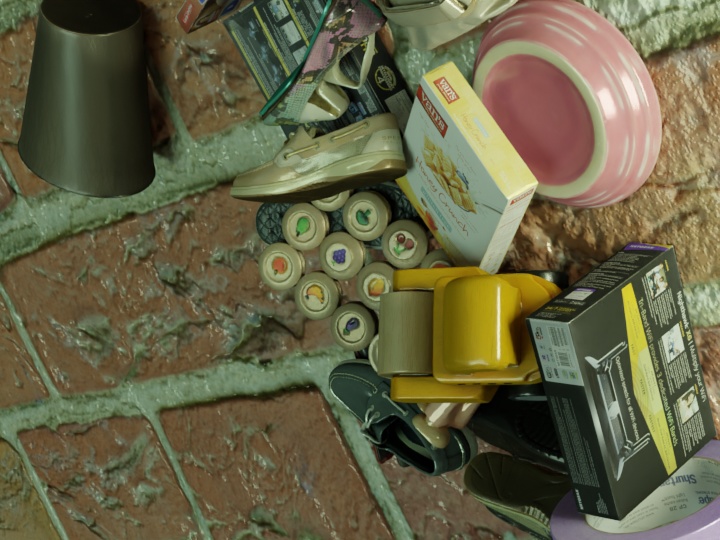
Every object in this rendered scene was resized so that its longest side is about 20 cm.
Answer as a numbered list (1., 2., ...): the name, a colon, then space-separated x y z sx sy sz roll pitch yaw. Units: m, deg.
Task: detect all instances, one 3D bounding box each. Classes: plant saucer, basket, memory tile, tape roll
1. plant saucer: 0.172 -0.142 1.577 0.200 0.051 0.201 29 136 33
2. basket: -0.309 -0.210 2.013 0.180 0.136 0.200 30 132 27
3. memory tile: 0.000 0.000 1.781 0.200 0.017 0.153 38 109 14
4. tape roll: 0.275 0.228 1.601 0.200 0.200 0.066 -2 114 49

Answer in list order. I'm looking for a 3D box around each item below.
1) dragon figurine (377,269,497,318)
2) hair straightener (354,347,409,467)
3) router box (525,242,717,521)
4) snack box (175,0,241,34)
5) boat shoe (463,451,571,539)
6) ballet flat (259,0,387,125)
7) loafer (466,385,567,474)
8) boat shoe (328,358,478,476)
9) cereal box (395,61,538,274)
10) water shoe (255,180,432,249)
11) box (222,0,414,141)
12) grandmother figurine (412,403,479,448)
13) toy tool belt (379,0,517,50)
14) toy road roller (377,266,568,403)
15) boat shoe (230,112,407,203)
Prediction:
1. dragon figurine: 0.076 0.036 1.806 0.099 0.059 0.200 42 140 20
2. hair straightener: 0.035 0.126 1.945 0.077 0.041 0.200 8 117 42
3. router box: 0.236 0.097 1.587 0.052 0.157 0.200 6 119 47
4. snack box: -0.120 -0.310 1.769 0.024 0.072 0.200 52 143 6
5. boat shoe: 0.203 0.243 1.813 0.200 0.073 0.065 25 165 22
6. ballet flat: -0.033 -0.189 1.697 0.071 0.069 0.200 34 137 -4
7. loafer: 0.178 0.160 1.784 0.200 0.073 0.071 24 154 47
8. boat shoe: 0.032 0.157 1.885 0.200 0.062 0.073 30 133 33
9. cereal box: 0.094 -0.086 1.657 0.144 0.040 0.200 56 162 17
10. water shoe: -0.008 -0.061 1.831 0.200 0.079 0.072 0 98 21
11. box: -0.037 -0.196 1.778 0.161 0.049 0.200 -24 98 51
12. grandmother figurine: 0.128 0.079 1.739 0.061 0.121 0.200 29 120 -16
13. toy tool belt: 0.089 -0.276 1.517 0.123 0.125 0.200 55 143 -10
14. toy road roller: 0.095 0.054 1.620 0.200 0.146 0.123 -3 80 24
15. boat shoe: -0.043 -0.108 1.736 0.200 0.072 0.065 -12 80 35
